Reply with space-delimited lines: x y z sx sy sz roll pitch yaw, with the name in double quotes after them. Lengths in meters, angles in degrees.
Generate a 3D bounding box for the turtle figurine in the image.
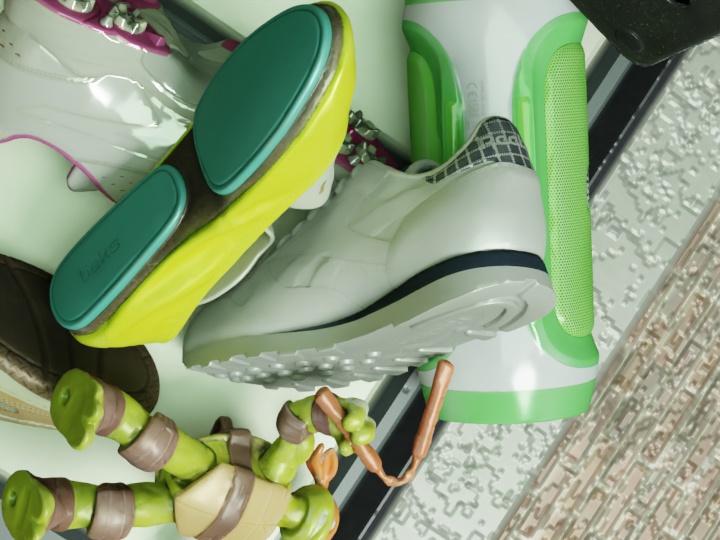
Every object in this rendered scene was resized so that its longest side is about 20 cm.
-0.062 0.088 0.917 0.161 0.064 0.200 19 123 -33 "turtle figurine"

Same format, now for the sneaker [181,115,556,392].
0.000 0.000 0.907 0.076 0.200 0.081 10 68 -48 "sneaker"

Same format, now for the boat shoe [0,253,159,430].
-0.187 0.030 0.923 0.200 0.072 0.076 26 124 -19 "boat shoe"

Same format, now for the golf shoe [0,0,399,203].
-0.077 -0.062 0.936 0.200 0.075 0.092 27 113 -14 "golf shoe"

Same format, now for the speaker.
0.063 -0.036 0.945 0.088 0.088 0.200 -3 95 -10 "speaker"

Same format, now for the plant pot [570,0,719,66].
0.151 -0.200 0.871 0.200 0.199 0.177 44 70 -11 "plant pot"

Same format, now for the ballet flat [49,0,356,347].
-0.052 -0.034 0.883 0.067 0.067 0.200 19 128 -38 "ballet flat"
